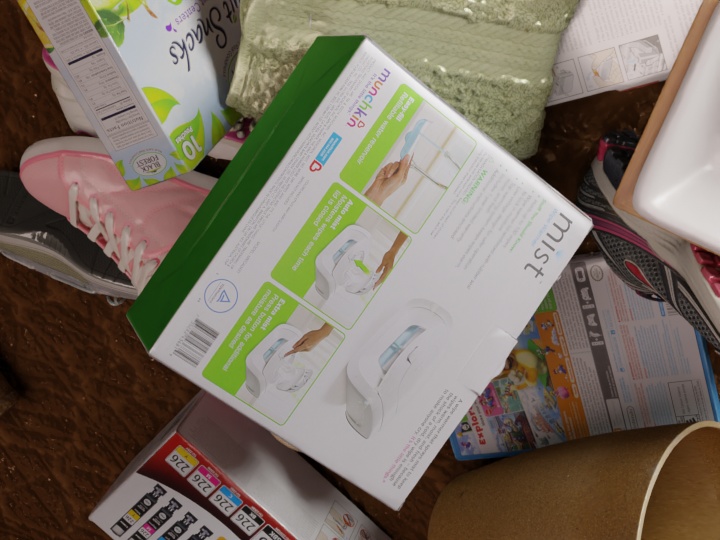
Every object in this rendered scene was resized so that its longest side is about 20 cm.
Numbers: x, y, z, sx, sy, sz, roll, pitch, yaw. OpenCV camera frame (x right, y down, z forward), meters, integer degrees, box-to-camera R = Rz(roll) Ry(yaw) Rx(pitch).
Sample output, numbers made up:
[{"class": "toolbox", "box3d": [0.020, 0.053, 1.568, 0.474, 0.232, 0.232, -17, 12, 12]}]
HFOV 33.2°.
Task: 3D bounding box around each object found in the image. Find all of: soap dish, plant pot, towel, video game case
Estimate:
[{"class": "soap dish", "box3d": [0.262, -0.067, 0.662, 0.199, 0.081, 0.158, 26, 120, 13]}, {"class": "plant pot", "box3d": [0.152, 0.194, 0.834, 0.199, 0.186, 0.187, -3, 111, 44]}, {"class": "towel", "box3d": [0.026, -0.140, 0.718, 0.199, 0.037, 0.149, 8, 118, -9]}, {"class": "video game case", "box3d": [0.144, 0.061, 0.859, 0.199, 0.018, 0.144, -9, 108, 25]}]

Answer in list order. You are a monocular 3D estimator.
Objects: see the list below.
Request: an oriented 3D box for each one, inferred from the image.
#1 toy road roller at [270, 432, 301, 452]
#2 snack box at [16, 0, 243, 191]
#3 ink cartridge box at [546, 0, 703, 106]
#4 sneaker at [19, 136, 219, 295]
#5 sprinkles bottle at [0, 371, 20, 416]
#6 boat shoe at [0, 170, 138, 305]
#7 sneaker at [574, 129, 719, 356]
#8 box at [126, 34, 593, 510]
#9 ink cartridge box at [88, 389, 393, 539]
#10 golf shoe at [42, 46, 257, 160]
[{"class": "toy road roller", "box3d": [0.022, 0.026, 0.809, 0.145, 0.123, 0.201, 9, 88, 8]}, {"class": "snack box", "box3d": [-0.115, -0.159, 0.754, 0.053, 0.200, 0.143, -14, 116, 29]}, {"class": "ink cartridge box", "box3d": [0.177, -0.172, 0.731, 0.199, 0.050, 0.110, -12, 106, 27]}, {"class": "sneaker", "box3d": [-0.162, -0.025, 0.870, 0.199, 0.105, 0.075, 16, 149, -2]}, {"class": "sprinkles bottle", "box3d": [-0.376, 0.049, 1.034, 0.068, 0.068, 0.201, -30, 98, 29]}, {"class": "boat shoe", "box3d": [-0.218, -0.020, 0.948, 0.201, 0.075, 0.065, 15, 153, 12]}, {"class": "sneaker", "box3d": [0.205, 0.000, 0.745, 0.200, 0.080, 0.075, 60, 141, 38]}, {"class": "box", "box3d": [0.000, 0.000, 0.682, 0.176, 0.097, 0.201, 34, 89, -22]}, {"class": "ink cartridge box", "box3d": [-0.108, 0.221, 0.979, 0.200, 0.084, 0.176, 42, 120, -5]}, {"class": "golf shoe", "box3d": [-0.135, -0.114, 0.879, 0.199, 0.075, 0.092, 23, 140, 10]}]
